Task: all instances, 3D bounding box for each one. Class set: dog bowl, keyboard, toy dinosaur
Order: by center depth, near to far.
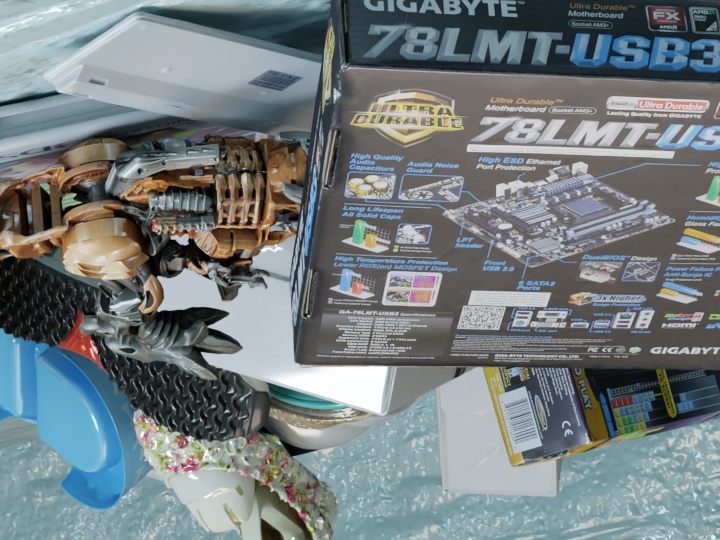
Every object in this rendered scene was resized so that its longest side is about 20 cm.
[{"bbox_3d":[-0.041,-0.077,0.866,0.056,0.011,0.200,-33,156,31],"label":"keyboard"},{"bbox_3d":[-0.100,-0.026,0.907,0.200,0.102,0.136,12,162,10],"label":"toy dinosaur"},{"bbox_3d":[-0.193,0.065,1.304,0.050,0.112,0.200,-28,-132,-36],"label":"dog bowl"}]

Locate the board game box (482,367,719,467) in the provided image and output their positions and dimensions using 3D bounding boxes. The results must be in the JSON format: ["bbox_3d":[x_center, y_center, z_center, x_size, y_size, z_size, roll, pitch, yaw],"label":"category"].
[{"bbox_3d":[0.117,-0.012,1.049,0.057,0.200,0.165,-23,170,42],"label":"board game box"}]

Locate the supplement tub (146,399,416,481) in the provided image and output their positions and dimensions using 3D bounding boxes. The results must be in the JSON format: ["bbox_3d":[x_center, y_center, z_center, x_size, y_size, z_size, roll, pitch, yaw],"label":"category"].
[{"bbox_3d":[-0.067,0.054,1.331,0.200,0.141,0.140,-18,172,41],"label":"supplement tub"}]

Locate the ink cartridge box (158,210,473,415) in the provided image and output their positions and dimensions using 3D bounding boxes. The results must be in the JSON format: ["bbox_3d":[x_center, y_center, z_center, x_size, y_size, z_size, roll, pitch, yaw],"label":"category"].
[{"bbox_3d":[0.000,0.000,1.098,0.144,0.084,0.200,14,-164,25],"label":"ink cartridge box"}]

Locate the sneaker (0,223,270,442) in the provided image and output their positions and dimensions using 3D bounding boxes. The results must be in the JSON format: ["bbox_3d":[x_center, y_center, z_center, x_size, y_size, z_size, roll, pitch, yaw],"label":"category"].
[{"bbox_3d":[-0.119,0.021,1.163,0.200,0.070,0.093,26,-145,23],"label":"sneaker"}]

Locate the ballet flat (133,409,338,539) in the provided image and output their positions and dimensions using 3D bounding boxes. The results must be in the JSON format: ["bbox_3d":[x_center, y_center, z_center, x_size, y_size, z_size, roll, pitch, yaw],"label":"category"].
[{"bbox_3d":[-0.069,0.136,1.265,0.076,0.064,0.200,-16,149,25],"label":"ballet flat"}]

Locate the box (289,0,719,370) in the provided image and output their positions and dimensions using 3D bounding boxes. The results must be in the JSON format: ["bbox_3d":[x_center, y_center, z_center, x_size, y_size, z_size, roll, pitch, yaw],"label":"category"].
[{"bbox_3d":[0.078,-0.030,0.819,0.200,0.050,0.199,1,145,-6],"label":"box"}]

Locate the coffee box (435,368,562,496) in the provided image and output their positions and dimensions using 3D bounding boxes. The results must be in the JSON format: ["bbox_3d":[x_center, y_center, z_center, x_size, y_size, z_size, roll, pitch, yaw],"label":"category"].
[{"bbox_3d":[0.102,0.046,1.401,0.080,0.113,0.200,2,-148,10],"label":"coffee box"}]

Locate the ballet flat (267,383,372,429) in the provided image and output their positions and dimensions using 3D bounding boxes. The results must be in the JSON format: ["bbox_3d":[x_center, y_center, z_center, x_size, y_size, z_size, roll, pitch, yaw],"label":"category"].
[{"bbox_3d":[-0.050,0.055,1.193,0.200,0.071,0.065,19,152,39],"label":"ballet flat"}]

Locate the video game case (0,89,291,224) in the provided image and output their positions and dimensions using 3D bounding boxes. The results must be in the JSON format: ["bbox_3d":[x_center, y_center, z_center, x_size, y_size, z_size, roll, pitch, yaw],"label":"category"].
[{"bbox_3d":[-0.123,-0.055,0.977,0.182,0.023,0.200,-12,174,-6],"label":"video game case"}]
